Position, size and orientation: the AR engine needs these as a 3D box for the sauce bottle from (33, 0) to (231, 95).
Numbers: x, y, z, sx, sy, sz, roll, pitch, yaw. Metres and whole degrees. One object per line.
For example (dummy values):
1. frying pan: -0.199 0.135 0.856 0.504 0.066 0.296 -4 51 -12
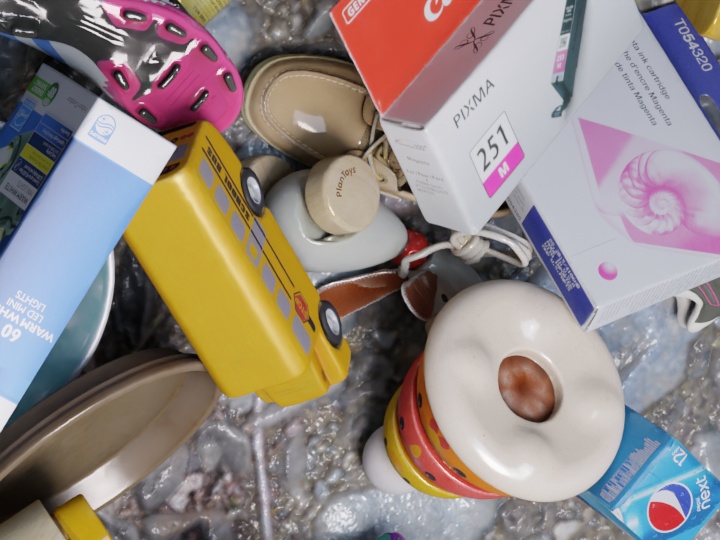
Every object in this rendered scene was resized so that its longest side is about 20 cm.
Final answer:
1. sauce bottle: -0.114 -0.174 1.571 0.200 0.065 0.065 -45 118 -6

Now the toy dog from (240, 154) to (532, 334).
1. toy dog: 0.000 0.000 1.651 0.200 0.132 0.096 25 71 -19

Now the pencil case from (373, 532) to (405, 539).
1. pencil case: -0.050 0.235 1.707 0.200 0.085 0.092 -13 144 -22

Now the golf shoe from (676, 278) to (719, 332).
1. golf shoe: 0.194 -0.029 1.751 0.200 0.077 0.088 32 98 -27

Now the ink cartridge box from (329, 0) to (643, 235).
1. ink cartridge box: 0.082 -0.152 1.570 0.200 0.044 0.174 -50 136 -25

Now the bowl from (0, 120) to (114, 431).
1. bowl: -0.257 -0.005 1.533 0.201 0.105 0.201 -7 108 -23

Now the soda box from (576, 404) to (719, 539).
1. soda box: 0.155 0.117 1.701 0.064 0.200 0.068 -49 120 -3

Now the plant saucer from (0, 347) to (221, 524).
1. plant saucer: -0.173 0.110 1.583 0.200 0.200 0.029 -34 74 -12

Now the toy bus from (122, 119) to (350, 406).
1. toy bus: -0.077 0.004 1.542 0.065 0.078 0.200 -17 122 20

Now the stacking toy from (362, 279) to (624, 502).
1. stacking toy: 0.064 0.105 1.672 0.146 0.200 0.146 14 61 -26

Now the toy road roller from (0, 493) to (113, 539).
1. toy road roller: -0.181 0.232 1.579 0.123 0.200 0.146 -34 78 -9

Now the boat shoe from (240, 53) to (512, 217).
1. boat shoe: 0.017 -0.085 1.657 0.200 0.065 0.071 19 97 -28

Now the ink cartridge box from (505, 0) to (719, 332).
1. ink cartridge box: 0.181 -0.081 1.671 0.200 0.043 0.197 -22 70 -23

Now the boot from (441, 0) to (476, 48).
1. boot: 0.095 -0.197 1.637 0.138 0.077 0.200 1 91 -28

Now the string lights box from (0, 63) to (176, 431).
1. string lights box: -0.192 -0.009 1.444 0.059 0.103 0.200 32 90 -29

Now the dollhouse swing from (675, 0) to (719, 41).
1. dollhouse swing: 0.344 -0.191 1.714 0.200 0.176 0.182 15 99 -26

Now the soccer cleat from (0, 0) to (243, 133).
1. soccer cleat: -0.154 -0.148 1.510 0.200 0.086 0.070 29 105 -30
